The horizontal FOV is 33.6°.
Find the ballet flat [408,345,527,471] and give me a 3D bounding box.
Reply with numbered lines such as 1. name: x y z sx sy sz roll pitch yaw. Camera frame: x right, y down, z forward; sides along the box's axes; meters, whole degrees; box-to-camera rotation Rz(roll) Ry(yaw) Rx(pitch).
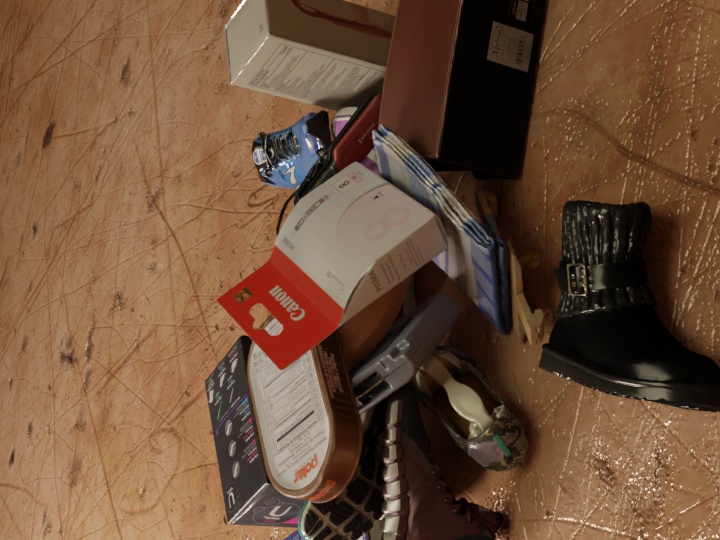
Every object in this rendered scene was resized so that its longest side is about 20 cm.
1. ballet flat: 0.093 0.117 1.167 0.200 0.072 0.072 46 120 52

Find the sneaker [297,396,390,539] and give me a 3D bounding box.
1. sneaker: -0.008 0.197 1.201 0.080 0.078 0.200 -19 30 46

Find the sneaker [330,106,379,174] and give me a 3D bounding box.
1. sneaker: -0.001 -0.117 1.353 0.114 0.073 0.200 -52 32 -4

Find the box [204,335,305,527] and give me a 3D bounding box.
1. box: -0.098 0.192 1.413 0.106 0.122 0.200 -50 41 39

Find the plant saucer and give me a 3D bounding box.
1. plant saucer: -0.033 0.021 1.233 0.200 0.032 0.200 -29 43 32

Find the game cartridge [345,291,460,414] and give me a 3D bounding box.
1. game cartridge: 0.012 0.099 1.192 0.200 0.041 0.133 -38 9 40

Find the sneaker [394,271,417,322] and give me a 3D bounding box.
1. sneaker: 0.000 0.000 1.312 0.078 0.115 0.200 -42 47 46

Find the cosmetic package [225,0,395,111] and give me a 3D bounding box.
1. cosmetic package: -0.045 -0.253 1.376 0.103 0.200 0.087 -39 51 46

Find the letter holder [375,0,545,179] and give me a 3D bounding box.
1. letter holder: 0.098 -0.200 1.227 0.142 0.101 0.200 6 86 61

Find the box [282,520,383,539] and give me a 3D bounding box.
1. box: -0.032 0.337 1.349 0.200 0.032 0.121 -40 48 45

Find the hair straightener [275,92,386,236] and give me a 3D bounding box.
1. hair straightener: -0.031 -0.109 1.313 0.200 0.041 0.077 -57 17 5

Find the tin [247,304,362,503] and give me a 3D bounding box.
1. tin: -0.058 0.125 1.145 0.112 0.042 0.200 -45 48 37

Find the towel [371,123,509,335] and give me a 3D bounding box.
1. towel: 0.078 -0.039 1.167 0.200 0.024 0.147 49 163 34

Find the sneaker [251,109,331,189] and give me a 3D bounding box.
1. sneaker: -0.086 -0.140 1.474 0.200 0.089 0.079 134 131 -70

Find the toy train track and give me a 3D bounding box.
1. toy train track: 0.150 -0.010 1.143 0.200 0.033 0.115 -105 3 -46

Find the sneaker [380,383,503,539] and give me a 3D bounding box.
1. sneaker: 0.079 0.208 1.137 0.076 0.115 0.200 59 -148 -82

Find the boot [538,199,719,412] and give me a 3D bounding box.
1. boot: 0.224 0.022 0.972 0.211 0.079 0.158 17 96 59

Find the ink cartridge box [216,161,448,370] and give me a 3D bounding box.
1. ink cartridge box: -0.037 -0.012 1.155 0.163 0.200 0.057 40 158 52

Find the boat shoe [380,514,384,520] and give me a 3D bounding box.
1. boat shoe: 0.021 0.212 1.255 0.201 0.072 0.061 16 105 61
